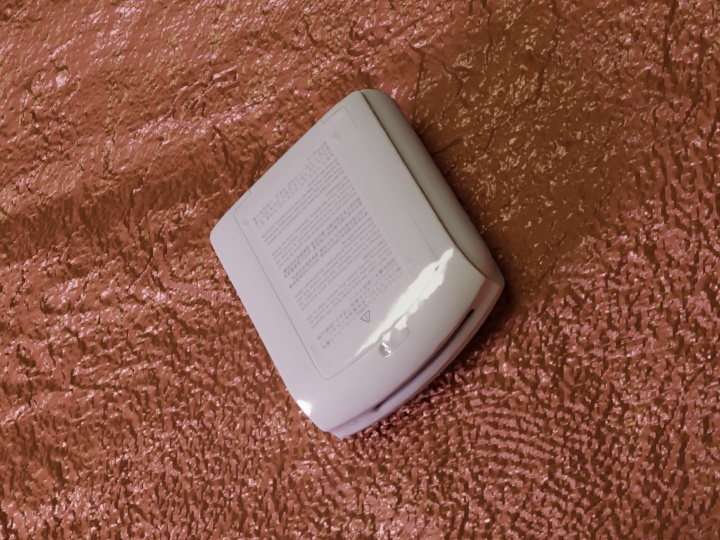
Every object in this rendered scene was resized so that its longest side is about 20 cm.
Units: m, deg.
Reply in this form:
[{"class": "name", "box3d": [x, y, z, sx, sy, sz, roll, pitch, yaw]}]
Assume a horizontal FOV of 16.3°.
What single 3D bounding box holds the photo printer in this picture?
[{"class": "photo printer", "box3d": [0.000, 0.000, 1.660, 0.166, 0.069, 0.200, -44, 49, 15]}]
